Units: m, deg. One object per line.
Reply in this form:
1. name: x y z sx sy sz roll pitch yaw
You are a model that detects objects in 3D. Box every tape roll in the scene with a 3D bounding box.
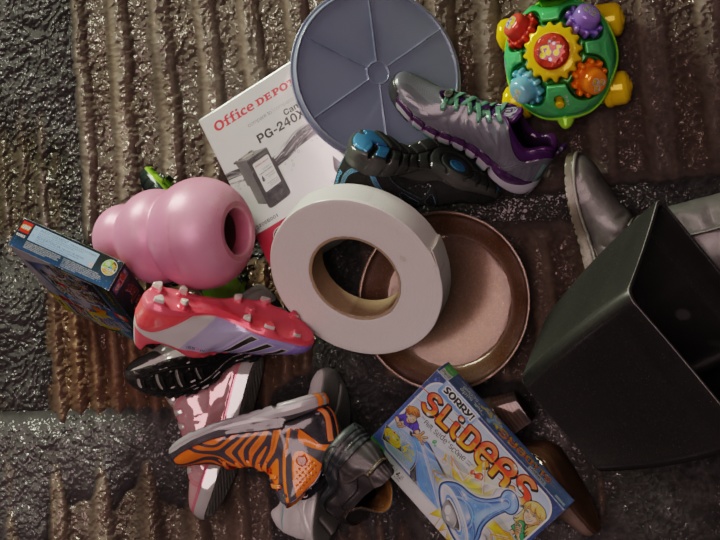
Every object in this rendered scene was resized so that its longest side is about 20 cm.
1. tape roll: 0.000 0.000 1.611 0.201 0.037 0.204 11 126 16

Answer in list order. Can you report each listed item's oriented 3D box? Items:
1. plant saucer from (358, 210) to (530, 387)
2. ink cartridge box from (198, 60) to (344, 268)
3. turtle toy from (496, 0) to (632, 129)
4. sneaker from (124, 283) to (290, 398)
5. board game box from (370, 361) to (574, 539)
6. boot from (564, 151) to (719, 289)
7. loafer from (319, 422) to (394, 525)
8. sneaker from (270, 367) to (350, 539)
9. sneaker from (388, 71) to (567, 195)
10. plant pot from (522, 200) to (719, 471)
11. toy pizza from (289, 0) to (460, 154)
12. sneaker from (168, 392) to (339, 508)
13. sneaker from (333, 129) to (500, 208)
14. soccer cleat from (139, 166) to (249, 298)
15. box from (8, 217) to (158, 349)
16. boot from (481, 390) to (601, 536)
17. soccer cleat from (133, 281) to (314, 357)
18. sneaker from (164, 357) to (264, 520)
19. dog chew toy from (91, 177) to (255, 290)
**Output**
1. plant saucer: 0.097 0.034 1.670 0.199 0.037 0.202 0 90 18
2. ink cartridge box: -0.076 -0.121 1.702 0.145 0.083 0.201 -30 81 15
3. turtle toy: 0.211 -0.253 1.602 0.145 0.101 0.202 -7 87 18
4. sneaker: -0.177 0.081 1.695 0.199 0.074 0.080 -25 54 -12
5. board game box: 0.115 0.218 1.601 0.200 0.034 0.136 47 117 10
6. boot: 0.329 -0.061 1.578 0.199 0.073 0.183 -15 99 24
7. loafer: 0.001 0.242 1.620 0.072 0.200 0.073 39 71 20
8. sneaker: -0.064 0.210 1.703 0.080 0.070 0.202 6 87 34
9. sneaker: 0.129 -0.171 1.612 0.199 0.075 0.088 33 135 -8
10. plant pot: 0.282 0.086 1.513 0.177 0.200 0.200 -34 104 33
11. toy pizza: 0.016 -0.217 1.661 0.198 0.032 0.202 2 81 -15
12. sneaker: -0.114 0.213 1.640 0.199 0.078 0.113 -18 84 18
13. sneaker: 0.061 -0.099 1.630 0.082 0.199 0.073 -60 33 32
14. soccer cleat: -0.213 -0.032 1.754 0.081 0.068 0.201 -37 82 6
15. box: -0.310 0.019 1.717 0.136 0.200 0.038 22 72 16
16. boot: 0.154 0.234 1.639 0.146 0.070 0.201 -35 78 21
17. soccer cleat: -0.151 0.067 1.628 0.198 0.067 0.077 12 120 -16
18. sneaker: -0.188 0.183 1.739 0.104 0.075 0.202 15 86 13
19. dog chew toy: -0.218 -0.039 1.668 0.199 0.124 0.126 -3 88 31
